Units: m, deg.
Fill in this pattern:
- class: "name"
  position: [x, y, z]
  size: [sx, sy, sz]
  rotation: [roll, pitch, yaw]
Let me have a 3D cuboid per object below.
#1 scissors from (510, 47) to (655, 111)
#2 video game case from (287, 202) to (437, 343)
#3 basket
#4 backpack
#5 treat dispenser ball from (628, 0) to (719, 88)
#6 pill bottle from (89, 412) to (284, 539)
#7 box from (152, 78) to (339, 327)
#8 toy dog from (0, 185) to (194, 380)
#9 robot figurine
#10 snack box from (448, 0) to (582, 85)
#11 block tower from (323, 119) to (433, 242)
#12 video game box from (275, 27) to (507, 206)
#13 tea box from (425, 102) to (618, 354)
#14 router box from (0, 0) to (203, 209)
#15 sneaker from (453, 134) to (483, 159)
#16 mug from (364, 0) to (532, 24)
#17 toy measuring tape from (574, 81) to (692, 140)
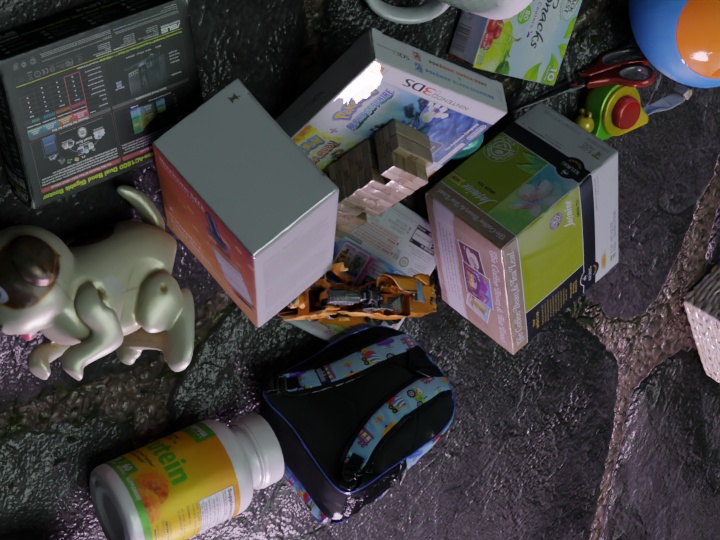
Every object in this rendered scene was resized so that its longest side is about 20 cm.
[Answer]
- class: "scissors"
  position: [0.270, -0.235, 1.714]
  size: [0.197, 0.074, 0.014]
  rotation: [-14, 138, -6]
- class: "video game case"
  position: [0.000, 0.000, 1.619]
  size: [0.199, 0.024, 0.183]
  rotation: [29, 93, -45]
- class: "basket"
  position: [0.614, 0.076, 2.071]
  size: [0.198, 0.160, 0.201]
  rotation: [-42, 132, -13]
- class: "backpack"
  position: [0.001, 0.169, 1.601]
  size: [0.199, 0.183, 0.135]
  rotation: [-30, 155, -27]
- class: "treat dispenser ball"
  position: [0.423, -0.323, 1.673]
  size: [0.199, 0.200, 0.203]
  rotation: [-19, 124, -31]
- class: "pill bottle"
  position: [-0.187, 0.231, 1.526]
  size: [0.198, 0.111, 0.112]
  rotation: [-22, 125, -29]
- class: "box"
  position: [-0.110, -0.060, 1.350]
  size: [0.106, 0.152, 0.200]
  rotation: [-39, 165, -16]
- class: "toy dog"
  position: [-0.268, 0.013, 1.329]
  size: [0.198, 0.139, 0.197]
  rotation: [6, 96, -41]
- class: "robot figurine"
  position: [-0.013, 0.029, 1.522]
  size: [0.199, 0.144, 0.059]
  rotation: [7, 76, -51]
- class: "snack box"
  position: [0.192, -0.324, 1.583]
  size: [0.141, 0.053, 0.202]
  rotation: [3, 110, -42]
- class: "block tower"
  position: [-0.013, -0.081, 1.463]
  size: [0.057, 0.055, 0.199]
  rotation: [21, 139, -39]
- class: "video game box"
  position: [0.023, -0.153, 1.448]
  size: [0.181, 0.047, 0.200]
  rotation: [17, 141, -33]
- class: "tea box"
  position: [0.196, -0.049, 1.649]
  size: [0.196, 0.133, 0.201]
  rotation: [-39, 144, -21]
- class: "router box"
  position: [-0.246, -0.166, 1.299]
  size: [0.198, 0.062, 0.152]
  rotation: [-25, 127, -27]
- class: "sneaker"
  position: [0.071, -0.164, 1.550]
  size: [0.199, 0.079, 0.078]
  rotation: [17, 101, -44]
- class: "mug"
  position: [0.079, -0.336, 1.437]
  size: [0.174, 0.149, 0.200]
  rotation: [12, 136, -34]
- class: "toy measuring tape"
  position: [0.346, -0.221, 1.756]
  size: [0.198, 0.073, 0.074]
  rotation: [-25, 127, -28]
